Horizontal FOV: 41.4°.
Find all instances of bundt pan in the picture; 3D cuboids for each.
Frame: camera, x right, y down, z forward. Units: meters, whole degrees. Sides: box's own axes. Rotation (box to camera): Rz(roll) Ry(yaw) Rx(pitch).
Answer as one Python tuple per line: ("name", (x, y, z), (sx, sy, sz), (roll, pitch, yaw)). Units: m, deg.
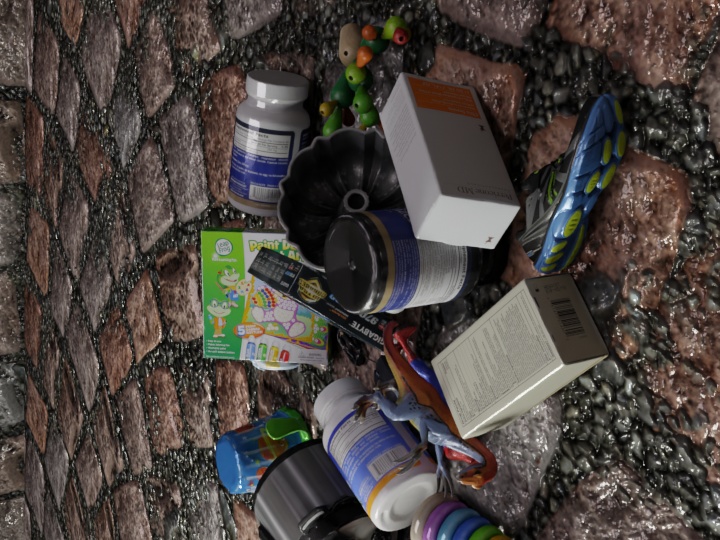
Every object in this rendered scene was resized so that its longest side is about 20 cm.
("bundt pan", (-0.005, -0.075, 1.210), (0.076, 0.199, 0.204), (87, 165, -73))

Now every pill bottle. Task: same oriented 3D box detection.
("pill bottle", (0.067, -0.016, 1.081), (0.111, 0.198, 0.113), (15, 108, 54))
("pill bottle", (0.017, 0.240, 1.286), (0.200, 0.111, 0.113), (49, 134, 42))
("pill bottle", (-0.136, -0.193, 1.443), (0.116, 0.115, 0.202), (38, 125, 48))

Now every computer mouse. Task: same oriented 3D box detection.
("computer mouse", (0.015, 0.132, 1.341), (0.200, 0.034, 0.059), (33, 123, 51))

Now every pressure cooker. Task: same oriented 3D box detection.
("pressure cooker", (-0.041, 0.358, 1.340), (0.200, 0.174, 0.180), (44, 129, 43))

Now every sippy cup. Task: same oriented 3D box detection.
("sippy cup", (-0.162, 0.304, 1.559), (0.139, 0.129, 0.180), (29, 120, 52))

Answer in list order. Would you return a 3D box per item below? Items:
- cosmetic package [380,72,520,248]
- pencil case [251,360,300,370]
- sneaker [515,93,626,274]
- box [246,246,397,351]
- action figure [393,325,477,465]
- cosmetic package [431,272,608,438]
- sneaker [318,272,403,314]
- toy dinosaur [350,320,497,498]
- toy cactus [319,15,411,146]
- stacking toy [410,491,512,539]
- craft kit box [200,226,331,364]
("cosmetic package", (0.096, -0.125, 1.065), (0.072, 0.100, 0.202), (119, 148, -43))
("pencil case", (-0.131, 0.056, 1.502), (0.083, 0.090, 0.203), (13, 108, 42))
("sneaker", (0.205, -0.091, 0.971), (0.083, 0.070, 0.201), (46, 135, 35))
("box", (-0.055, 0.036, 1.292), (0.046, 0.158, 0.200), (-59, 23, -4))
("action figure", (0.102, 0.166, 1.200), (0.201, 0.051, 0.066), (62, 147, 22))
("cosmetic package", (0.170, 0.097, 1.057), (0.200, 0.072, 0.105), (-48, 56, 50))
("sneaker", (0.000, 0.000, 1.307), (0.201, 0.079, 0.131), (65, 147, 30))
("toy dinosaur", (0.082, 0.178, 1.126), (0.180, 0.105, 0.203), (11, 97, 28))
("toy cactus", (0.007, -0.266, 1.252), (0.201, 0.101, 0.166), (115, 155, -42))
("stacking toy", (0.153, 0.339, 1.134), (0.199, 0.085, 0.087), (18, 111, 48))
("craft kit box", (-0.139, 0.037, 1.437), (0.049, 0.197, 0.200), (-51, -38, -78))
